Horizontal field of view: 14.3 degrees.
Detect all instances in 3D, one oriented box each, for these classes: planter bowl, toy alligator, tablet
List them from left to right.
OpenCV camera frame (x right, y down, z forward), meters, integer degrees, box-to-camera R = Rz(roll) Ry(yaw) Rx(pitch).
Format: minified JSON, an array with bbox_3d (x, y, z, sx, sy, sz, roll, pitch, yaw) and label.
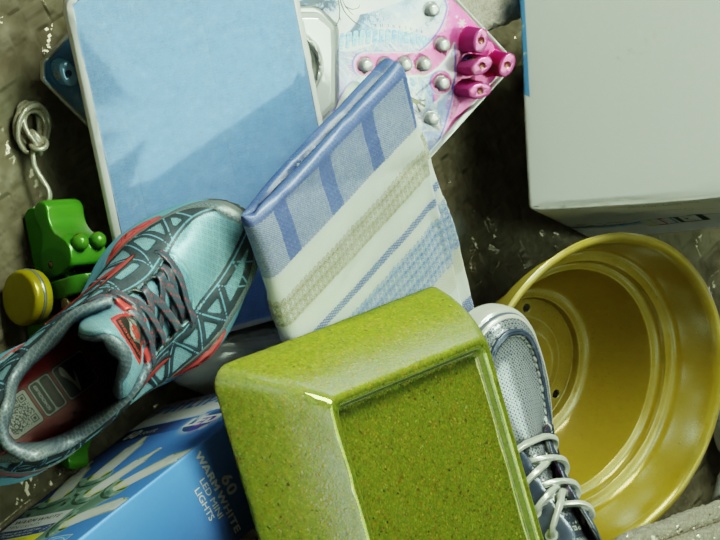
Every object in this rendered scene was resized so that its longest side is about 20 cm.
[{"bbox_3d":[-0.152,0.005,1.526,0.059,0.054,0.200,-4,87,-45],"label":"toy alligator"},{"bbox_3d":[-0.080,-0.066,1.549,0.130,0.014,0.200,-15,102,-19],"label":"tablet"},{"bbox_3d":[0.122,0.068,1.751,0.200,0.083,0.200,-10,107,-34],"label":"planter bowl"}]

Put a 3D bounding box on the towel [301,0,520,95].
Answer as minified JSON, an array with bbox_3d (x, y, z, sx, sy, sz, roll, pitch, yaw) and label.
[{"bbox_3d":[0.026,-0.188,1.671,0.200,0.034,0.133,-29,106,-48],"label":"towel"}]

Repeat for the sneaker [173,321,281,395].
[{"bbox_3d":[-0.028,0.078,1.629,0.200,0.075,0.087,17,77,-41],"label":"sneaker"}]

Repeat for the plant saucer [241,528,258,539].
[{"bbox_3d":[-0.038,0.211,1.536,0.200,0.051,0.201,22,35,-17],"label":"plant saucer"}]

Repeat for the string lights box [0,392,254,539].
[{"bbox_3d":[-0.122,0.136,1.501,0.200,0.103,0.059,-38,106,-42],"label":"string lights box"}]

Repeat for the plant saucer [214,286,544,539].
[{"bbox_3d":[0.028,0.120,1.521,0.200,0.048,0.200,-20,95,-49],"label":"plant saucer"}]

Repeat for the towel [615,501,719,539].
[{"bbox_3d":[0.193,0.193,1.784,0.200,0.133,0.034,-10,51,-45],"label":"towel"}]

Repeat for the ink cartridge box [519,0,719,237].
[{"bbox_3d":[0.188,-0.104,1.766,0.200,0.145,0.147,13,74,-75],"label":"ink cartridge box"}]

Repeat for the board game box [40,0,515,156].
[{"bbox_3d":[-0.040,-0.112,1.580,0.200,0.026,0.200,46,79,-19],"label":"board game box"}]

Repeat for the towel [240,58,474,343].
[{"bbox_3d":[0.000,0.000,1.563,0.147,0.024,0.200,-49,140,-31],"label":"towel"}]

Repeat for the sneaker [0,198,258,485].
[{"bbox_3d":[-0.118,0.039,1.456,0.200,0.096,0.079,-44,101,-17],"label":"sneaker"}]

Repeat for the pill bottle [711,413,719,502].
[{"bbox_3d":[0.299,0.079,1.925,0.109,0.109,0.200,38,59,-34],"label":"pill bottle"}]

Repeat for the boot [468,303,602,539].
[{"bbox_3d":[0.102,0.121,1.639,0.073,0.090,0.200,-18,112,-33],"label":"boot"}]
